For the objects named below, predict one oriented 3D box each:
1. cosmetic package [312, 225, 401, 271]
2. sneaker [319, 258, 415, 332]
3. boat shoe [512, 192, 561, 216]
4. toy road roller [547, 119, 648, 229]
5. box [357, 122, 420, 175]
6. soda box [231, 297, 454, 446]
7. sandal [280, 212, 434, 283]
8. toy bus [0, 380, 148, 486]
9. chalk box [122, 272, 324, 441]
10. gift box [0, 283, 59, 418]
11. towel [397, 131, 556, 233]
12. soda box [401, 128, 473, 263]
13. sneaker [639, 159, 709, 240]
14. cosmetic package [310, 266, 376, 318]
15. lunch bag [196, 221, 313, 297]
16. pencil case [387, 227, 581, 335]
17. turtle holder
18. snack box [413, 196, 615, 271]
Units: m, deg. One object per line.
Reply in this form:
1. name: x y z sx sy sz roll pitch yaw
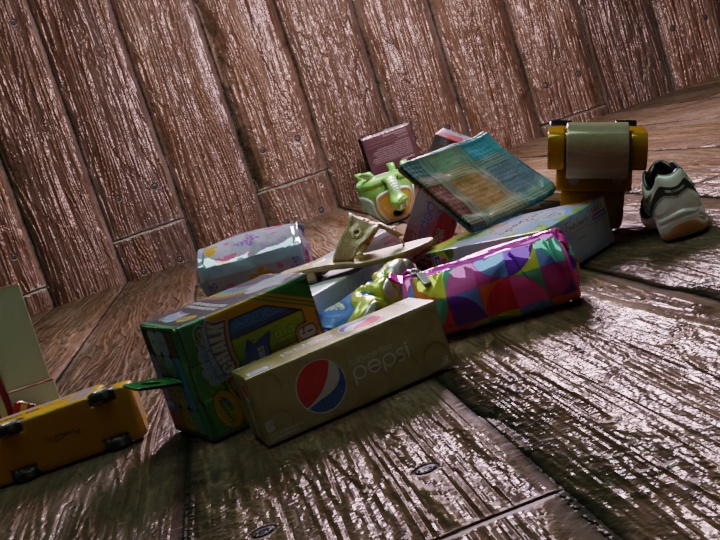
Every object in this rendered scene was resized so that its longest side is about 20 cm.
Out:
1. cosmetic package: 0.000 0.000 1.550 0.050 0.083 0.200 -10 12 34
2. sneaker: 0.006 0.042 1.262 0.104 0.076 0.200 -16 9 24
3. boat shoe: 0.253 -0.080 1.558 0.198 0.073 0.072 2 -2 -13
4. toy road roller: 0.308 -0.122 1.370 0.122 0.148 0.200 1 10 11
5. box: 0.101 -0.347 3.286 0.163 0.202 0.166 -19 7 -1
6. soda box: -0.016 0.092 0.986 0.198 0.068 0.064 -21 8 -17
7. sandal: -0.014 -0.037 1.347 0.210 0.070 0.078 -16 8 14
8. toy bus: -0.335 0.180 1.154 0.198 0.066 0.078 -19 6 -1
9. chalk box: -0.144 0.095 1.079 0.199 0.125 0.125 -23 10 -26
10. gift box: -0.480 0.141 1.289 0.183 0.188 0.200 -19 -8 -19
11. towel: 0.162 -0.124 1.416 0.199 0.146 0.022 -24 -34 -44
12. soda box: 0.119 -0.106 1.565 0.069 0.202 0.063 19 20 10
13. sneaker: 0.385 -0.098 1.294 0.075 0.088 0.200 -19 6 7
14. cosmetic package: -0.061 0.056 1.331 0.101 0.072 0.200 -12 9 35
15. lunch bag: -0.159 -0.002 1.628 0.168 0.128 0.200 -16 -2 0
16. pencil case: 0.135 0.016 1.112 0.198 0.089 0.088 -16 8 12
17. turtle holder: 0.075 -0.184 2.467 0.140 0.133 0.185 -23 10 -37
18. snack box: 0.196 -0.028 1.327 0.199 0.068 0.168 -10 11 42
